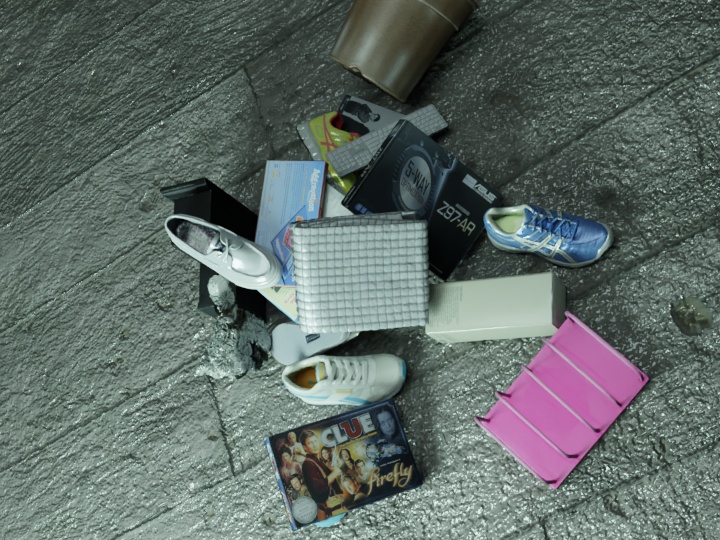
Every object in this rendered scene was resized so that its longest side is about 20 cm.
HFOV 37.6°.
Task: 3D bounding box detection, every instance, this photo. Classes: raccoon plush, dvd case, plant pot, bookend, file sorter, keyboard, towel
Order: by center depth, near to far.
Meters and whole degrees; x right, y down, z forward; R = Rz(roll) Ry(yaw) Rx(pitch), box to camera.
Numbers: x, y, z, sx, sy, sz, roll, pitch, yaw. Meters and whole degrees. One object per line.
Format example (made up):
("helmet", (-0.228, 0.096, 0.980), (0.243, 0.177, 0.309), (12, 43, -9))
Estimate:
("file sorter", (0.267, 0.171, 1.419), (0.139, 0.125, 0.200), (41, 94, 20))
("towel", (0.000, 0.000, 1.549), (0.198, 0.086, 0.167), (-5, 99, -10))
("keyboard", (0.042, -0.210, 1.707), (0.199, 0.011, 0.057), (-26, 62, -9))
("raccoon plush", (-0.228, 0.093, 1.720), (0.133, 0.097, 0.202), (-2, 110, 37))
("plant pot", (0.060, -0.398, 1.739), (0.200, 0.200, 0.199), (35, 97, 34))
("bookend", (-0.241, -0.017, 1.747), (0.091, 0.199, 0.202), (-11, 67, 23))
("dvd case", (0.020, -0.202, 1.777), (0.199, 0.025, 0.151), (26, 85, 33))

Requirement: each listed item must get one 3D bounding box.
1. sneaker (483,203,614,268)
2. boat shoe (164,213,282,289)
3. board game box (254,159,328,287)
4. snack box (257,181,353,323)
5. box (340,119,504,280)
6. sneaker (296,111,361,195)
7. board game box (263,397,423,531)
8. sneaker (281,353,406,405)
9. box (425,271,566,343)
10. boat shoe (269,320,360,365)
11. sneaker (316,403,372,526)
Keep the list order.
("sneaker", (0.270, -0.054, 1.549), (0.198, 0.077, 0.076), (6, 73, 29))
("boat shoe", (-0.212, -0.035, 1.614), (0.199, 0.069, 0.072), (32, 87, 18))
("board game box", (-0.111, -0.073, 1.642), (0.102, 0.019, 0.202), (3, 76, 20))
("snack box", (-0.077, -0.030, 1.652), (0.116, 0.037, 0.200), (38, 89, 20))
("box", (0.095, -0.106, 1.607), (0.161, 0.199, 0.044), (-53, 15, 0))
("sneaker", (-0.031, -0.187, 1.742), (0.090, 0.078, 0.201), (-31, 64, 3))
("board game box", (-0.024, 0.277, 1.527), (0.198, 0.035, 0.136), (-16, 75, -19))
("sneaker", (-0.025, 0.166, 1.628), (0.198, 0.081, 0.077), (-12, 64, 24))
("box", (0.198, 0.056, 1.552), (0.198, 0.068, 0.083), (-5, 71, 27))
("boat shoe", (-0.066, 0.101, 1.684), (0.199, 0.069, 0.071), (-27, 78, 46))
("sneaker", (-0.029, 0.288, 1.574), (0.079, 0.095, 0.201), (24, 84, 33))
